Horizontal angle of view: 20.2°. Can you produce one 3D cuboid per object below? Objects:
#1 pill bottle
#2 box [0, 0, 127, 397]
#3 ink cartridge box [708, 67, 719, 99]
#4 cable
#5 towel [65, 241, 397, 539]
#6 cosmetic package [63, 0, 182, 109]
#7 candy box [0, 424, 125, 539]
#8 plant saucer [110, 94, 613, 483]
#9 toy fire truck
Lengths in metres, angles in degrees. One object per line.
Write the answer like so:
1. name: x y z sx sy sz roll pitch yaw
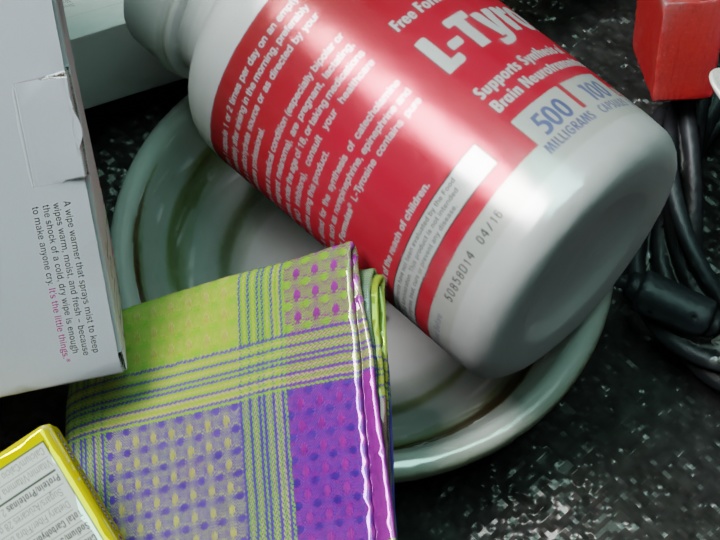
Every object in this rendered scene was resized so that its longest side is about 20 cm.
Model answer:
1. pill bottle: 0.009 -0.062 0.752 0.200 0.113 0.112 40 66 19
2. box: -0.182 -0.053 0.685 0.175 0.201 0.097 -12 30 -8
3. ink cartridge box: 0.246 -0.068 0.803 0.199 0.068 0.117 -16 67 -35
4. cable: 0.194 -0.032 0.834 0.162 0.051 0.200 30 63 15
5. towel: -0.045 0.102 0.709 0.143 0.023 0.202 -16 70 28
6. cosmetic package: -0.125 -0.108 0.831 0.199 0.051 0.083 -22 59 -39
7. candy box: -0.161 0.149 0.687 0.199 0.026 0.103 -33 84 -1
8. plant saucer: 0.000 0.000 0.810 0.198 0.050 0.201 1 60 -2
9. toy fire truck: 0.074 -0.148 0.866 0.140 0.049 0.201 -3 41 -2
